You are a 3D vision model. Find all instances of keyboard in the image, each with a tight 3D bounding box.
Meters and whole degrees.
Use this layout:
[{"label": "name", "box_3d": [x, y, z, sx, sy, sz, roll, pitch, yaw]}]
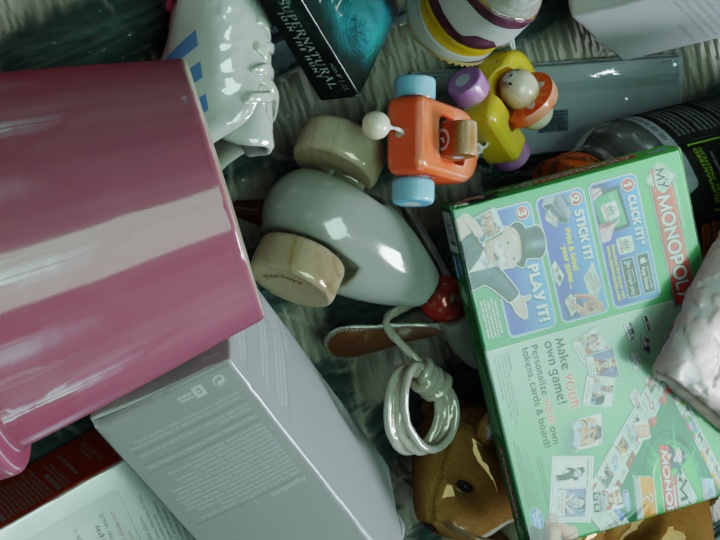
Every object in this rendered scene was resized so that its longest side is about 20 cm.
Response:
[{"label": "keyboard", "box_3d": [0.118, -0.100, 1.032, 0.200, 0.011, 0.056, -7, 109, -26]}]

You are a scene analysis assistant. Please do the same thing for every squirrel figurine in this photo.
[{"label": "squirrel figurine", "box_3d": [0.127, 0.117, 1.023, 0.187, 0.142, 0.200, 34, 86, -17]}]

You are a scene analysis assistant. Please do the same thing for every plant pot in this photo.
[{"label": "plant pot", "box_3d": [-0.147, -0.012, 0.774, 0.179, 0.200, 0.200, -17, 109, -2]}]

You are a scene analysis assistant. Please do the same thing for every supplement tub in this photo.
[{"label": "supplement tub", "box_3d": [0.208, -0.043, 1.025, 0.200, 0.122, 0.123, -14, 107, -24]}]

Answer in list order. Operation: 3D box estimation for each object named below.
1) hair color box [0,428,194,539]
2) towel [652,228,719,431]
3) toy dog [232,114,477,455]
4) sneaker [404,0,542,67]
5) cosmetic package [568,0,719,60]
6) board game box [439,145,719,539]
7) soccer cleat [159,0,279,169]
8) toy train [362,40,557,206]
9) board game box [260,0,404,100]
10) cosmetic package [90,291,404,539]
[{"label": "hair color box", "box_3d": [-0.184, 0.177, 0.900, 0.200, 0.064, 0.111, -29, 112, -21]}, {"label": "towel", "box_3d": [0.270, 0.023, 0.958, 0.191, 0.032, 0.200, 39, 70, -27]}, {"label": "toy dog", "box_3d": [0.000, 0.000, 0.952, 0.132, 0.096, 0.200, -48, 123, -28]}, {"label": "sneaker", "box_3d": [0.066, -0.211, 0.872, 0.075, 0.090, 0.200, 4, 71, -30]}, {"label": "cosmetic package", "box_3d": [0.223, -0.185, 0.945, 0.101, 0.200, 0.071, 19, 62, -63]}, {"label": "board game box", "box_3d": [0.132, 0.043, 0.934, 0.134, 0.029, 0.200, -15, 99, -9]}, {"label": "soccer cleat", "box_3d": [-0.068, -0.110, 0.881, 0.200, 0.086, 0.070, -68, 159, 5]}, {"label": "toy train", "box_3d": [0.066, -0.128, 0.924, 0.150, 0.056, 0.200, 18, 72, -54]}, {"label": "board game box", "box_3d": [-0.031, -0.206, 0.861, 0.200, 0.028, 0.135, 56, 45, -39]}, {"label": "cosmetic package", "box_3d": [-0.056, 0.096, 0.899, 0.090, 0.107, 0.200, -24, 124, 10]}]
